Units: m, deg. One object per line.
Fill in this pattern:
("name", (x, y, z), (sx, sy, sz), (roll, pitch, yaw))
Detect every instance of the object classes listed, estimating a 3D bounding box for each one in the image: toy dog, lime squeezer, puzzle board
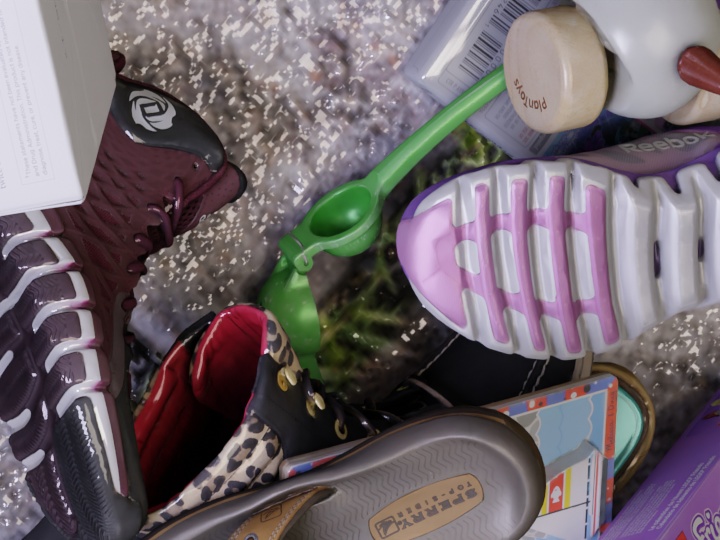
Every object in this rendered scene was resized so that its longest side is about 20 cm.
("toy dog", (0.111, -0.139, 1.174), (0.132, 0.096, 0.201), (-33, 114, -25))
("lime squeezer", (0.000, 0.000, 1.221), (0.070, 0.038, 0.201), (19, 103, -12))
("puzzle board", (0.037, 0.147, 1.196), (0.150, 0.017, 0.201), (-14, 120, -26))

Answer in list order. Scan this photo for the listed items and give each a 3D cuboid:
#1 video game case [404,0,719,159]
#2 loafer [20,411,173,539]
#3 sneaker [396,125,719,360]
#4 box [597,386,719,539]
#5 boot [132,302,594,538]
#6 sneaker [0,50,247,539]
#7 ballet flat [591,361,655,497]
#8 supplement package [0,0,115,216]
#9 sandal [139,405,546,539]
("video game case", (0.140, -0.115, 1.266), (0.182, 0.024, 0.201), (35, 88, -27))
("loafer", (-0.136, 0.143, 1.194), (0.072, 0.073, 0.201), (25, 89, -20))
("sneaker", (0.104, -0.019, 1.214), (0.199, 0.088, 0.081), (-7, 110, -19))
("box", (0.165, 0.136, 1.255), (0.200, 0.039, 0.138), (-42, 111, -55))
("boot", (-0.003, 0.060, 1.190), (0.200, 0.073, 0.151), (-53, 131, -7))
("sneaker", (-0.085, 0.000, 1.140), (0.115, 0.076, 0.201), (-11, 76, -29))
("ballet flat", (0.052, 0.122, 1.271), (0.069, 0.063, 0.200), (43, 90, -4))
("supplement package", (-0.199, -0.097, 1.021), (0.199, 0.151, 0.153), (-10, 108, 3))
("sandal", (-0.020, 0.119, 1.107), (0.199, 0.055, 0.082), (-25, 114, 7))
